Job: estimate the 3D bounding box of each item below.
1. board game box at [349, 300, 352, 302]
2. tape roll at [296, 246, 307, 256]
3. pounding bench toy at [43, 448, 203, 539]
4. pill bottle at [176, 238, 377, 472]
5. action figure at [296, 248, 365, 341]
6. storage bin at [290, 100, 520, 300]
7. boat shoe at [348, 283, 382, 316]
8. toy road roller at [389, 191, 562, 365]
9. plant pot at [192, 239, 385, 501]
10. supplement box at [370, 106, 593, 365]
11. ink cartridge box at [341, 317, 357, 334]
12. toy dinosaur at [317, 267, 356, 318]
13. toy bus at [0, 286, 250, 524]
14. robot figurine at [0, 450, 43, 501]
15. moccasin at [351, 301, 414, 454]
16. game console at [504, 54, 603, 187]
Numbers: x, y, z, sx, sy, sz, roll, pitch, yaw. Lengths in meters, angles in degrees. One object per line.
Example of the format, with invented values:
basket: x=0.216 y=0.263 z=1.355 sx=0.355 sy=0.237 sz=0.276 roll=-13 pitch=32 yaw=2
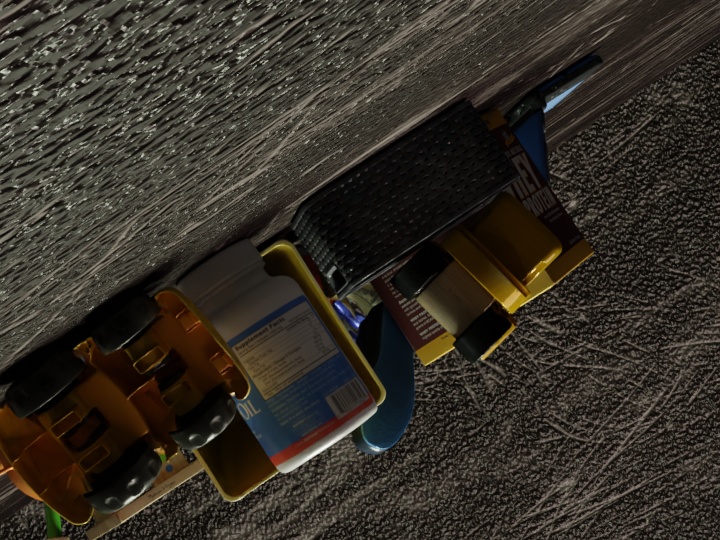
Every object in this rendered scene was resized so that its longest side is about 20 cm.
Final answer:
board game box: x=-0.126 y=0.096 z=1.846 sx=0.199 sy=0.041 sz=0.200 roll=-16 pitch=-152 yaw=51
tape roll: x=-0.136 y=0.053 z=1.694 sx=0.200 sy=0.066 sz=0.200 roll=-33 pitch=177 yaw=-2
pounding bench toy: x=-0.312 y=0.220 z=1.594 sx=0.200 sy=0.156 sz=0.124 roll=-32 pitch=178 yaw=-32
pill bottle: x=-0.082 y=0.075 z=1.289 sx=0.112 sy=0.200 sz=0.112 roll=-34 pitch=177 yaw=-2
action figure: x=-0.040 y=0.039 z=1.612 sx=0.052 sy=0.200 sz=0.066 roll=-2 pitch=-132 yaw=31
storage bin: x=0.042 y=-0.068 z=1.377 sx=0.200 sy=0.094 sz=0.135 roll=-34 pitch=177 yaw=-13
boat shoe: x=0.000 y=0.000 z=1.719 sx=0.073 sy=0.063 sz=0.200 roll=-23 pitch=-147 yaw=-28
toy road roller: x=0.126 y=0.001 z=1.409 sx=0.146 sy=0.123 sz=0.200 roll=-45 pitch=176 yaw=4
plant pot: x=-0.119 y=0.096 z=1.504 sx=0.200 sy=0.200 sz=0.176 roll=-33 pitch=-171 yaw=-6
supplement box: x=0.114 y=-0.039 z=1.578 sx=0.197 sy=0.200 sz=0.133 roll=-35 pitch=177 yaw=33
ink cartridge box: x=-0.045 y=0.122 z=1.810 sx=0.116 sy=0.067 sz=0.200 roll=-41 pitch=-166 yaw=0
toy dinosaur: x=-0.029 y=0.001 z=1.527 sx=0.058 sy=0.102 sz=0.200 roll=9 pitch=175 yaw=3
toy bus: x=-0.200 y=0.098 z=1.220 sx=0.200 sy=0.136 sz=0.192 roll=-37 pitch=-170 yaw=5
robot figurine: x=-0.277 y=0.159 z=1.377 sx=0.200 sy=0.143 sz=0.117 roll=-26 pitch=133 yaw=-71
moccasin: x=0.021 y=0.126 z=1.574 sx=0.068 sy=0.080 sz=0.200 roll=-32 pitch=-149 yaw=40
game console: x=0.235 y=-0.160 z=1.776 sx=0.170 sy=0.119 sz=0.200 roll=-32 pitch=178 yaw=-19
